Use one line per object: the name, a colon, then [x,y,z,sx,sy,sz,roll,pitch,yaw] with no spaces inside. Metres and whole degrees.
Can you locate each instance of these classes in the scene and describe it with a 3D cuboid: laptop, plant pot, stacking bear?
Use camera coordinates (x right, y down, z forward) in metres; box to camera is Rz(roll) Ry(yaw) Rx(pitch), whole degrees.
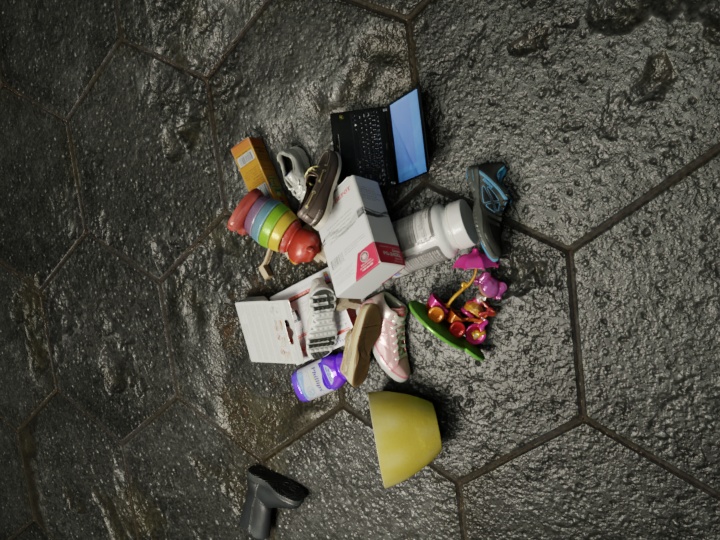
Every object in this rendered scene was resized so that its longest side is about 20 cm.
laptop: [0.036,-0.269,1.174,0.194,0.103,0.183,-7,86,2]
plant pot: [0.101,0.357,1.229,0.138,0.200,0.206,-11,94,0]
stacking bear: [-0.182,-0.087,1.269,0.197,0.121,0.115,32,90,6]

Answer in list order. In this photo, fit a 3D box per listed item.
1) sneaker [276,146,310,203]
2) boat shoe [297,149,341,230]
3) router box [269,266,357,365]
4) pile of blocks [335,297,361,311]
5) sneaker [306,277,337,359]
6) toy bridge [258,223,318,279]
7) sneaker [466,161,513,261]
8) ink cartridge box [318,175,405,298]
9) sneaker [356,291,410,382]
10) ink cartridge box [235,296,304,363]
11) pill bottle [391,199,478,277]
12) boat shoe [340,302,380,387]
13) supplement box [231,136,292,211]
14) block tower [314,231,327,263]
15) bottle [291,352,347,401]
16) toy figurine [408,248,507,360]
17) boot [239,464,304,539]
sneaker: [-0.139,-0.193,1.303,0.074,0.087,0.203,-32,84,26]
boat shoe: [-0.086,-0.179,1.153,0.071,0.059,0.205,-33,39,47]
router box: [-0.107,0.109,1.356,0.197,0.049,0.184,-25,87,28]
pile of blocks: [0.000,0.000,1.275,0.082,0.061,0.204,37,104,45]
sneaker: [-0.093,0.111,1.288,0.081,0.073,0.205,-120,32,-56]
toy bridge: [-0.184,-0.061,1.380,0.199,0.027,0.068,-39,79,26]
sneaker: [0.261,-0.121,1.096,0.080,0.073,0.206,-11,75,17]
ink cartridge box: [-0.006,-0.067,1.147,0.144,0.082,0.205,-37,59,40]
sneaker: [0.074,0.143,1.253,0.104,0.075,0.204,-35,78,32]
ink cartridge box: [-0.216,0.146,1.390,0.196,0.047,0.165,-5,103,38]
pill bottle: [0.138,-0.068,1.166,0.196,0.113,0.117,-20,90,28]
boat shoe: [-0.008,0.157,1.231,0.064,0.070,0.205,31,118,37]
supplement box: [-0.239,-0.217,1.363,0.068,0.066,0.205,-23,88,24]
block tower: [-0.049,-0.111,1.289,0.054,0.057,0.203,36,114,17]
bottle: [-0.076,0.250,1.353,0.197,0.065,0.085,-27,85,28]
toy figurine: [0.228,0.056,1.145,0.198,0.150,0.186,34,103,-6]
boot: [-0.237,0.638,1.491,0.196,0.076,0.174,14,101,32]
